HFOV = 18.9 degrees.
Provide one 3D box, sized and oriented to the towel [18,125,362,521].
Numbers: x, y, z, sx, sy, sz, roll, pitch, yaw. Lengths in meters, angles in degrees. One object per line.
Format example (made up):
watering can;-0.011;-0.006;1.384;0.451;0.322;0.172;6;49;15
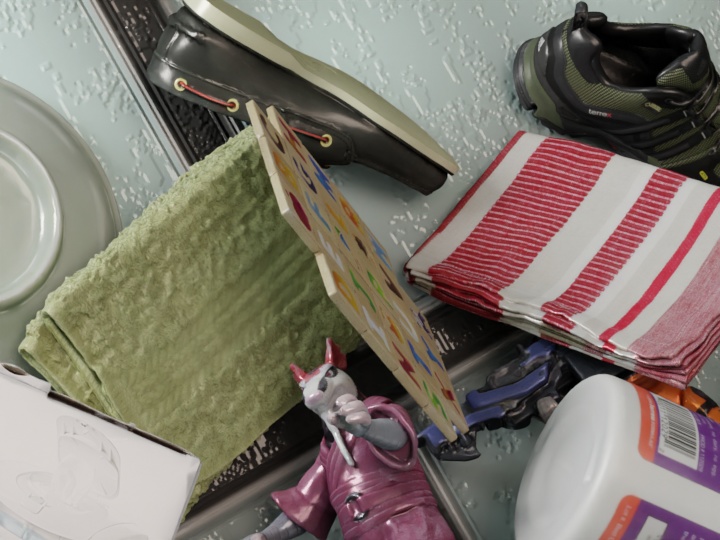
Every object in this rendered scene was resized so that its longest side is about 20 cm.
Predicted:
towel;-0.083;0.025;1.192;0.200;0.036;0.149;-45;113;-28

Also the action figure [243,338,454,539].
action figure;0.021;0.128;1.157;0.148;0.134;0.201;-4;68;-40

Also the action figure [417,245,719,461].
action figure;0.132;0.085;1.278;0.199;0.105;0.194;-26;76;-5

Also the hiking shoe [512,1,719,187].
hiking shoe;0.198;-0.103;1.349;0.199;0.101;0.076;19;66;-18

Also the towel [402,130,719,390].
towel;0.140;-0.015;1.262;0.199;0.023;0.144;20;53;33

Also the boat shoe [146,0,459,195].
boat shoe;-0.032;-0.093;1.265;0.200;0.074;0.063;27;101;-26

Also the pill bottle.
pill bottle;0.193;0.144;1.176;0.199;0.111;0.112;25;64;-14

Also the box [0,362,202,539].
box;-0.200;0.099;1.044;0.199;0.176;0.097;25;75;-16

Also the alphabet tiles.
alphabet tiles;0.000;0.000;1.185;0.200;0.006;0.167;51;13;-39

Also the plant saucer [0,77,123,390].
plant saucer;-0.216;-0.024;1.159;0.199;0.050;0.202;8;69;-22
